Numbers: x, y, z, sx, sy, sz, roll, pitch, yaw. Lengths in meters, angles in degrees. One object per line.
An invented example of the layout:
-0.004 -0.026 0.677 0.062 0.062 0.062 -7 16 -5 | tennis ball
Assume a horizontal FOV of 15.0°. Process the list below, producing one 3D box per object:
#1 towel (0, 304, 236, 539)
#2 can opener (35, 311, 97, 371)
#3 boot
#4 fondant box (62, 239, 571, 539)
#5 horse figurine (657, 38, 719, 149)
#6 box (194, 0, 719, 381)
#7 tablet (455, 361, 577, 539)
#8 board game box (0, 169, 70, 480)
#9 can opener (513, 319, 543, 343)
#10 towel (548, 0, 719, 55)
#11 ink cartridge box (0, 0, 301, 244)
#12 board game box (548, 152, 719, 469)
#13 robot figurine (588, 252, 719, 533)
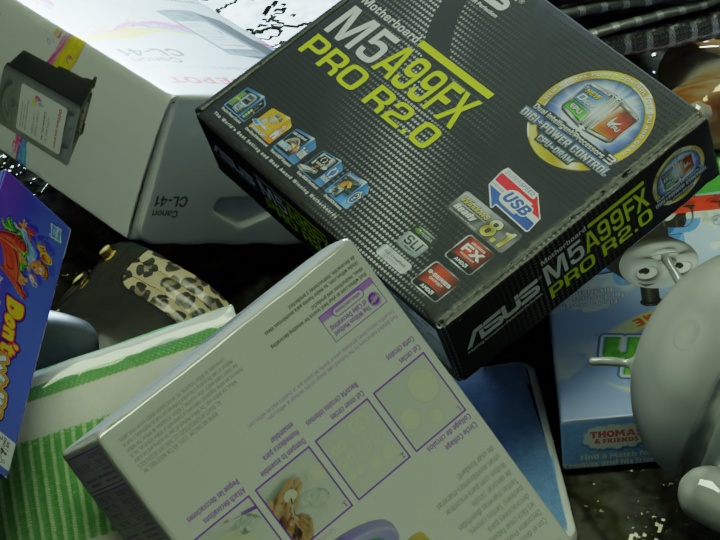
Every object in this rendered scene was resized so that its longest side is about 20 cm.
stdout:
-0.089 0.131 1.159 0.152 0.200 0.023 -18 -5 -12 | towel
-0.091 0.055 1.211 0.200 0.067 0.053 1 29 -2 | can opener
-0.167 0.045 1.336 0.200 0.073 0.151 18 44 37 | boot
-0.006 0.110 1.137 0.144 0.200 0.058 -38 3 -26 | fondant box
0.204 -0.101 1.456 0.132 0.050 0.200 -9 20 7 | horse figurine
0.042 -0.060 1.277 0.160 0.044 0.200 -38 51 -12 | box
-0.005 0.102 1.290 0.200 0.014 0.130 -9 39 -1 | tablet
-0.224 0.050 1.165 0.200 0.045 0.135 -20 42 31 | board game box
0.051 -0.040 1.426 0.067 0.053 0.200 -22 42 -17 | can opener
0.096 -0.148 1.487 0.165 0.086 0.200 -11 15 -14 | towel
-0.116 -0.091 1.451 0.148 0.086 0.200 -2 25 -45 | ink cartridge box
0.167 0.015 1.352 0.151 0.037 0.200 -5 39 2 | board game box
0.203 0.063 1.201 0.200 0.113 0.170 29 46 15 | robot figurine
